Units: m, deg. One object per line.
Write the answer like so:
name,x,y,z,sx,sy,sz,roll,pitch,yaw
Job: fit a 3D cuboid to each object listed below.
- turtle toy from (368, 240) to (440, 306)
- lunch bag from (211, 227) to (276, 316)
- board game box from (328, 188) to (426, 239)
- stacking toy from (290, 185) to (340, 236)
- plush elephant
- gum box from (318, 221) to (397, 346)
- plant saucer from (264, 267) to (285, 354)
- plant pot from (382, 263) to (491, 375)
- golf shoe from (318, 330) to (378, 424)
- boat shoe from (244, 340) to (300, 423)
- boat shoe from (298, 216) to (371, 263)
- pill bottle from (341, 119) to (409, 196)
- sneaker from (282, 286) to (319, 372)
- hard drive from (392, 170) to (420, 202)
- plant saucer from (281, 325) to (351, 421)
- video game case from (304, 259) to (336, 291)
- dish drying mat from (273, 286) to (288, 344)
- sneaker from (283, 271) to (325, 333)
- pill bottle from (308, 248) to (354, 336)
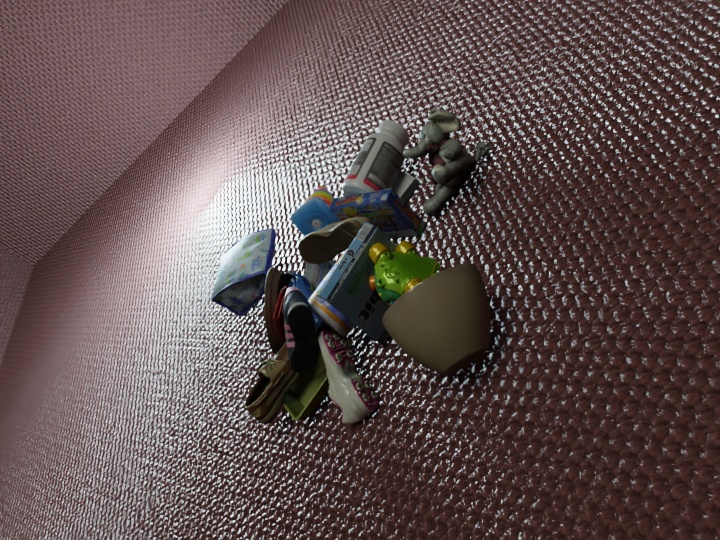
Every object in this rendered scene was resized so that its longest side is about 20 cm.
turtle toy,0.098,0.023,1.291,0.146,0.197,0.103,45,124,33
lunch bag,-0.299,-0.003,1.829,0.199,0.126,0.173,-38,35,35
board game box,0.037,-0.122,1.537,0.197,0.135,0.035,-2,56,47
stacking toy,-0.107,-0.174,1.799,0.109,0.116,0.202,-34,25,23
plush elephant,0.171,-0.258,1.469,0.154,0.165,0.200,42,74,16
gum box,0.030,0.031,1.348,0.044,0.199,0.172,25,78,47
plant saucer,-0.192,0.094,1.587,0.029,0.203,0.204,-3,49,6
plant pot,0.153,0.102,1.184,0.199,0.199,0.137,-37,68,20
golf shoe,-0.044,0.215,1.349,0.092,0.074,0.202,-48,56,25
boat shoe,-0.184,0.227,1.452,0.075,0.074,0.204,3,62,49
boat shoe,-0.059,-0.071,1.525,0.197,0.074,0.065,-22,8,38
pill bottle,0.043,-0.258,1.624,0.109,0.110,0.203,7,64,51
sneaker,-0.125,0.123,1.398,0.068,0.204,0.083,-9,41,-14
hard drive,0.054,-0.198,1.677,0.133,0.026,0.200,-52,35,1
plant saucer,-0.108,0.212,1.485,0.202,0.048,0.199,-53,35,-2
video game case,-0.086,0.044,1.576,0.199,0.018,0.147,29,111,57
dish drying mat,-0.163,0.103,1.469,0.018,0.201,0.079,10,69,4
sneaker,-0.135,0.070,1.534,0.066,0.078,0.201,-42,37,8
pill bottle,-0.016,0.027,1.416,0.202,0.112,0.111,-53,35,-8
